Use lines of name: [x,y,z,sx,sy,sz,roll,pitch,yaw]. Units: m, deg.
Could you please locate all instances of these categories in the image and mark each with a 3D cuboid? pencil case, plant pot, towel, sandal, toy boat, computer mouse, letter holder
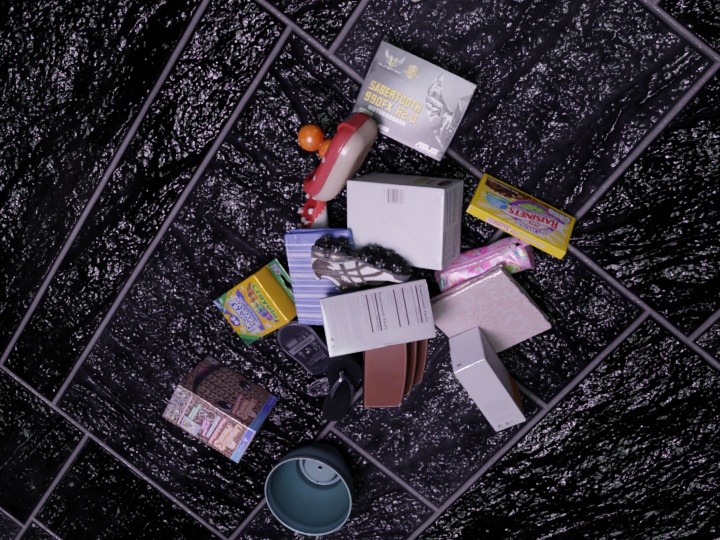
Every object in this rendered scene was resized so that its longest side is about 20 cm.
pencil case: [0.247,-0.012,1.277,0.200,0.087,0.088,-21,101,20]
plant pot: [-0.105,0.484,1.482,0.200,0.134,0.201,4,108,11]
towel: [-0.073,0.013,1.289,0.145,0.024,0.200,-1,107,20]
sandal: [-0.040,0.267,1.424,0.076,0.043,0.200,2,124,-10]
towel: [0.253,0.090,1.290,0.191,0.032,0.200,-30,122,26]
toy boat: [-0.063,-0.232,1.236,0.131,0.131,0.200,36,137,2]
computer mouse: [-0.108,0.181,1.438,0.138,0.053,0.200,-32,110,17]
letter holder: [0.076,0.177,1.351,0.142,0.101,0.200,0,111,-1]

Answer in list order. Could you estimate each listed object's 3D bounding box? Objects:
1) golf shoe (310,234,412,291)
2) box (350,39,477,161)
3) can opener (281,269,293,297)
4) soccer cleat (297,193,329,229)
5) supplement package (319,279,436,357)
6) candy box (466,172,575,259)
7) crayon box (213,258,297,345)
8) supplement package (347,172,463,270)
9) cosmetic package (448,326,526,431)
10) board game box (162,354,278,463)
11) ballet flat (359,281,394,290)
golf shoe: [0.000,0.000,1.215,0.200,0.078,0.095,17,119,18]
box: [0.101,-0.325,1.233,0.200,0.048,0.159,27,111,3]
can opener: [-0.080,0.045,1.389,0.200,0.079,0.064,13,71,5]
soccer cleat: [-0.087,-0.076,1.346,0.085,0.069,0.200,7,93,-30]
supplement package: [0.029,0.088,1.212,0.200,0.114,0.110,-10,89,-5]
candy box: [0.310,-0.106,1.230,0.200,0.102,0.026,27,146,3]
crayon box: [-0.217,0.072,1.386,0.200,0.052,0.126,-30,99,40]
supplement package: [0.086,-0.101,1.247,0.200,0.111,0.156,9,109,26]
cosmetic package: [0.259,0.223,1.308,0.071,0.102,0.200,-27,121,18]
board game box: [-0.315,0.310,1.460,0.200,0.159,0.097,31,111,1]
ballet flat: [-0.004,0.024,1.323,0.200,0.072,0.068,-13,96,-2]
